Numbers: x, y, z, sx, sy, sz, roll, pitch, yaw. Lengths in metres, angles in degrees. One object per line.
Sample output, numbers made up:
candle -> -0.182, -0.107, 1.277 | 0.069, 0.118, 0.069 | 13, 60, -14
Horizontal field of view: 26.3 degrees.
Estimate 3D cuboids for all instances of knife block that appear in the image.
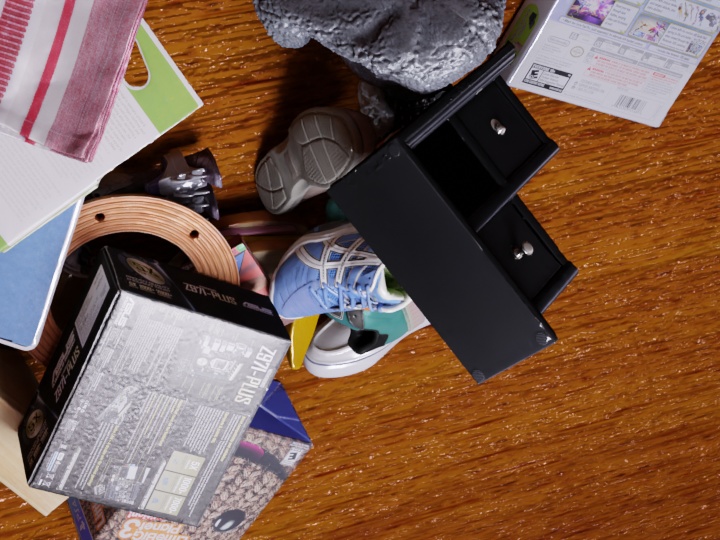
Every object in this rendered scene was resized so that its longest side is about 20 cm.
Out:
knife block -> -0.341, 0.120, 1.358 | 0.064, 0.200, 0.176 | -39, 165, 8

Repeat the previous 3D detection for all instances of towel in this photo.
towel -> -0.272, -0.177, 1.144 | 0.200, 0.023, 0.144 | 18, 98, -8

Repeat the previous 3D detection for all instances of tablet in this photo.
tablet -> -0.301, -0.044, 1.265 | 0.130, 0.014, 0.200 | 18, 100, -7

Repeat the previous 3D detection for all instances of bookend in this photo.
bookend -> 0.109, -0.050, 1.254 | 0.092, 0.200, 0.199 | -34, -175, 44

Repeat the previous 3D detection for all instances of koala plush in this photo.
koala plush -> 0.037, -0.201, 1.286 | 0.177, 0.184, 0.200 | -51, 165, -9

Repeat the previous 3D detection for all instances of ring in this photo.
ring -> -0.205, 0.018, 1.338 | 0.200, 0.019, 0.201 | -8, 125, -11

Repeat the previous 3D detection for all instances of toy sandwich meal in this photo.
toy sandwich meal -> -0.105, 0.030, 1.470 | 0.205, 0.070, 0.205 | -15, 133, -16

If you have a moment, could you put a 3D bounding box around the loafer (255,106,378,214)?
loafer -> -0.029, -0.102, 1.349 | 0.063, 0.072, 0.200 | -18, 176, -29

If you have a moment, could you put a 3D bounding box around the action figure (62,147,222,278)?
action figure -> -0.223, -0.060, 1.333 | 0.200, 0.069, 0.130 | -12, 138, -14

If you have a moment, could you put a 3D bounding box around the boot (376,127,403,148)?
boot -> 0.047, -0.075, 1.397 | 0.107, 0.075, 0.200 | -11, 165, 27

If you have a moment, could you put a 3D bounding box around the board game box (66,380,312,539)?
board game box -> -0.177, 0.199, 1.563 | 0.159, 0.097, 0.200 | 19, 117, -38

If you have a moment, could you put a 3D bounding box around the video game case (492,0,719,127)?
video game case -> 0.246, -0.237, 1.439 | 0.200, 0.045, 0.181 | 10, 124, -34

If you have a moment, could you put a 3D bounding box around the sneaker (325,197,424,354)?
sneaker -> -0.001, 0.009, 1.423 | 0.080, 0.071, 0.200 | -38, 139, -11

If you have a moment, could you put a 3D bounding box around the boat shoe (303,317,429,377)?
boat shoe -> 0.026, 0.034, 1.546 | 0.200, 0.074, 0.065 | -32, 143, -15

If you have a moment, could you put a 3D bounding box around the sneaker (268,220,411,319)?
sneaker -> 0.000, 0.000, 1.329 | 0.200, 0.077, 0.076 | -24, 125, 28

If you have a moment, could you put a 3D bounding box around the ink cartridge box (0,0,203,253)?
ink cartridge box -> -0.243, -0.131, 1.206 | 0.200, 0.076, 0.148 | -35, 101, 2

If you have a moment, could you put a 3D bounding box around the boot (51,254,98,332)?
boot -> -0.254, 0.067, 1.440 | 0.075, 0.074, 0.200 | 10, 123, -9

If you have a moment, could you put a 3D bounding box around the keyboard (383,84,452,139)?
keyboard -> 0.080, -0.091, 1.485 | 0.104, 0.040, 0.200 | -20, 136, -10

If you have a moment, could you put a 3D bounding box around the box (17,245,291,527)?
box -> -0.179, 0.101, 1.324 | 0.164, 0.086, 0.200 | 18, 109, -26

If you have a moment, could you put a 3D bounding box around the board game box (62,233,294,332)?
board game box -> -0.170, 0.054, 1.394 | 0.200, 0.019, 0.103 | -29, 127, 4
